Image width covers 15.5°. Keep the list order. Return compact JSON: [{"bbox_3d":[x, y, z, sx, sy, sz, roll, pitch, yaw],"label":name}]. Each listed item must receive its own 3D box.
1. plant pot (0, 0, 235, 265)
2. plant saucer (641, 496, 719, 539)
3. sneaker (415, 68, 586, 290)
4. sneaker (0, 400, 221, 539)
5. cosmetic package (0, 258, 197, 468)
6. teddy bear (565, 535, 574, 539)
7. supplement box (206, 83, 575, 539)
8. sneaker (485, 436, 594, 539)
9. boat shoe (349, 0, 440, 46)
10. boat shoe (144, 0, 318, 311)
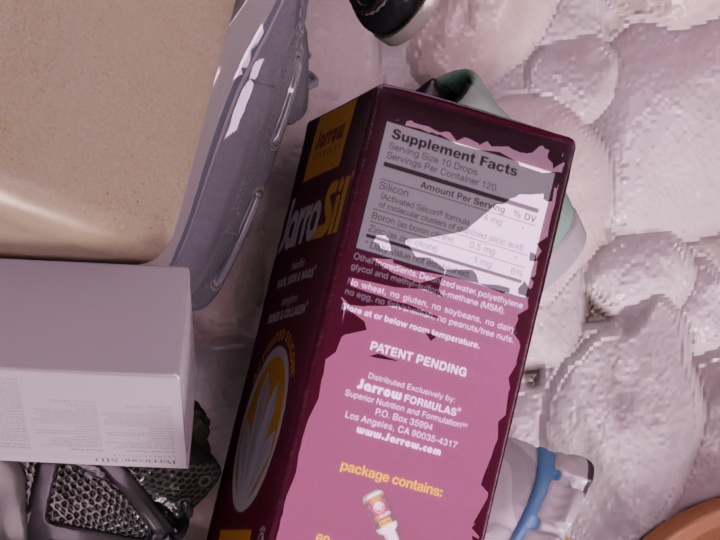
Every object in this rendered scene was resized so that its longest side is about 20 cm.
[{"bbox_3d":[-0.160,-0.089,0.982,0.177,0.199,0.201,30,63,-35],"label":"plant pot"},{"bbox_3d":[0.191,0.208,1.272,0.200,0.032,0.201,-3,98,-23],"label":"plant saucer"},{"bbox_3d":[0.000,0.000,1.139,0.200,0.074,0.118,-45,118,-23],"label":"sneaker"},{"bbox_3d":[-0.097,0.123,1.063,0.114,0.076,0.200,-18,98,-14],"label":"sneaker"},{"bbox_3d":[-0.162,0.032,0.981,0.199,0.083,0.051,3,60,0],"label":"cosmetic package"},{"bbox_3d":[0.003,0.160,1.175,0.199,0.067,0.145,-23,96,-13],"label":"teddy bear"},{"bbox_3d":[0.008,0.039,1.041,0.085,0.110,0.201,16,80,-14],"label":"supplement box"},{"bbox_3d":[0.019,0.154,1.117,0.086,0.075,0.201,25,80,3],"label":"sneaker"},{"bbox_3d":[0.003,-0.189,1.087,0.066,0.074,0.200,20,65,-33],"label":"boat shoe"},{"bbox_3d":[-0.058,-0.079,1.118,0.071,0.070,0.201,28,80,-47],"label":"boat shoe"}]
